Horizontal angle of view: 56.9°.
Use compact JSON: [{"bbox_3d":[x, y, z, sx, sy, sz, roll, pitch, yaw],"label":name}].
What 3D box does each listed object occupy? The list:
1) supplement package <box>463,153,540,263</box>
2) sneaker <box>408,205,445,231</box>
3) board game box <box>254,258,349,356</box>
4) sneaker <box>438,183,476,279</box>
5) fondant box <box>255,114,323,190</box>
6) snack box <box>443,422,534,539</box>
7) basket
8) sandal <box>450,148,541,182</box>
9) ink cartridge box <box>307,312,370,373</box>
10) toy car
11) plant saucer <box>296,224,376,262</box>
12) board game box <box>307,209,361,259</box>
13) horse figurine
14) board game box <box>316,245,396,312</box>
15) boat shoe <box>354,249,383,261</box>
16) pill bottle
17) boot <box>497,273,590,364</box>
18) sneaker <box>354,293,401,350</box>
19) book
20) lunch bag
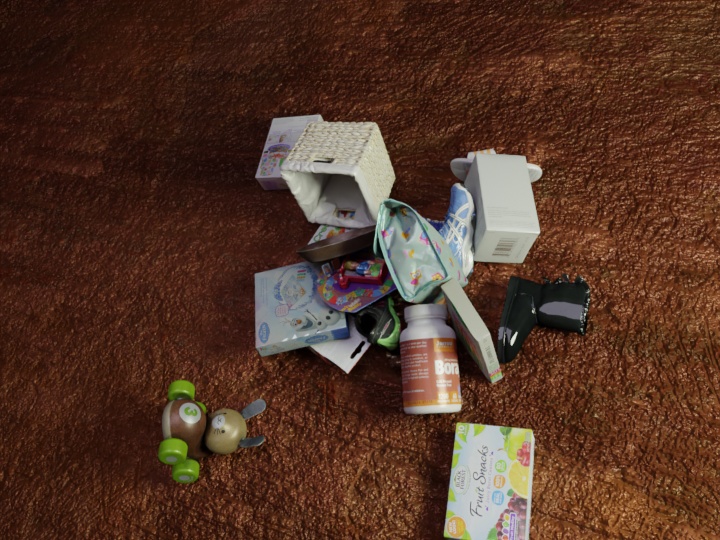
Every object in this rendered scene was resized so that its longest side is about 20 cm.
[{"bbox_3d":[0.293,-0.132,1.406,0.115,0.117,0.203,2,59,-6],"label":"supplement package"},{"bbox_3d":[0.138,-0.083,1.455,0.196,0.115,0.082,-2,60,18],"label":"sneaker"},{"bbox_3d":[-0.130,0.072,1.439,0.196,0.044,0.202,-12,51,5],"label":"board game box"},{"bbox_3d":[0.196,-0.084,1.390,0.076,0.076,0.203,2,82,-6],"label":"sneaker"},{"bbox_3d":[-0.180,-0.310,1.746,0.142,0.058,0.202,1,60,21],"label":"fondant box"},{"bbox_3d":[0.231,0.382,1.180,0.140,0.053,0.203,-1,60,22],"label":"snack box"},{"bbox_3d":[-0.044,-0.220,1.513,0.195,0.201,0.163,7,60,25],"label":"basket"},{"bbox_3d":[0.309,-0.240,1.514,0.203,0.080,0.060,6,61,14],"label":"sandal"},{"bbox_3d":[-0.060,0.139,1.436,0.199,0.051,0.109,32,73,32],"label":"ink cartridge box"},{"bbox_3d":[-0.293,0.322,1.365,0.197,0.159,0.166,-7,47,3],"label":"toy car"},{"bbox_3d":[-0.042,-0.056,1.441,0.197,0.200,0.035,-14,98,12],"label":"plant saucer"},{"bbox_3d":[-0.028,-0.102,1.577,0.125,0.035,0.201,22,70,31],"label":"board game box"},{"bbox_3d":[0.119,0.119,1.383,0.131,0.050,0.202,-2,58,27],"label":"horse figurine"},{"bbox_3d":[0.000,0.000,1.397,0.198,0.039,0.158,-29,45,-11],"label":"board game box"},{"bbox_3d":[0.071,-0.002,1.466,0.198,0.066,0.072,17,33,27],"label":"boat shoe"},{"bbox_3d":[0.132,0.171,1.274,0.110,0.112,0.203,-7,78,16],"label":"pill bottle"},{"bbox_3d":[0.358,0.098,1.295,0.160,0.074,0.201,7,62,21],"label":"boot"},{"bbox_3d":[0.025,0.088,1.374,0.083,0.078,0.200,7,22,-17],"label":"sneaker"},{"bbox_3d":[0.216,0.117,1.254,0.048,0.201,0.134,-29,54,0],"label":"book"},{"bbox_3d":[0.107,-0.040,1.304,0.121,0.170,0.202,-32,75,15],"label":"lunch bag"}]
